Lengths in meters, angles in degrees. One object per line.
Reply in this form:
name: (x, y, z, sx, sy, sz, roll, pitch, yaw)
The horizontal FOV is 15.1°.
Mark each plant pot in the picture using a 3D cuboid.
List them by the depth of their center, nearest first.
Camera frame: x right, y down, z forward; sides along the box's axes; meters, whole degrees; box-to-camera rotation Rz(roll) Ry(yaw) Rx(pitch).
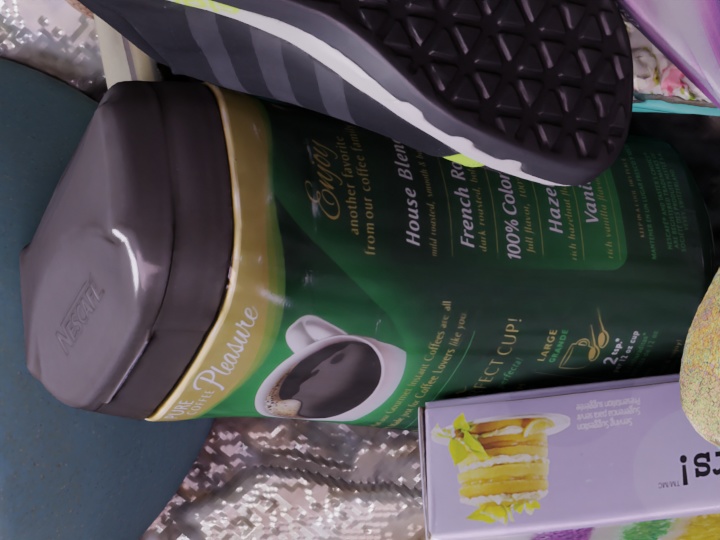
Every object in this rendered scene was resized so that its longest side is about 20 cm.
plant pot: (-0.149, 0.046, 0.888, 0.199, 0.135, 0.201, 3, 119, 5)

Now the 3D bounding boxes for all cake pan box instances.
cake pan box: (0.124, 0.087, 0.871, 0.183, 0.053, 0.200, -4, 155, 10)

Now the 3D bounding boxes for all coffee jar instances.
coffee jar: (0.000, 0.000, 0.830, 0.199, 0.086, 0.104, 5, 147, -24)

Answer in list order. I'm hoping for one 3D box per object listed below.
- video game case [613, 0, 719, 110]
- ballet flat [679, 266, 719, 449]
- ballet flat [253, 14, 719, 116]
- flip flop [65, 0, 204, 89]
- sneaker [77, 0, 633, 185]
video game case: (0.099, -0.149, 0.782, 0.200, 0.019, 0.143, 42, 85, -16)
ballet flat: (0.158, -0.026, 0.790, 0.071, 0.200, 0.071, 34, 147, 27)
ballet flat: (0.051, -0.081, 0.833, 0.199, 0.076, 0.064, 2, 106, 2)
flip flop: (-0.077, -0.114, 0.834, 0.057, 0.081, 0.201, 9, 125, 18)
sneaker: (-0.016, -0.082, 0.772, 0.199, 0.072, 0.083, 26, 161, -15)
